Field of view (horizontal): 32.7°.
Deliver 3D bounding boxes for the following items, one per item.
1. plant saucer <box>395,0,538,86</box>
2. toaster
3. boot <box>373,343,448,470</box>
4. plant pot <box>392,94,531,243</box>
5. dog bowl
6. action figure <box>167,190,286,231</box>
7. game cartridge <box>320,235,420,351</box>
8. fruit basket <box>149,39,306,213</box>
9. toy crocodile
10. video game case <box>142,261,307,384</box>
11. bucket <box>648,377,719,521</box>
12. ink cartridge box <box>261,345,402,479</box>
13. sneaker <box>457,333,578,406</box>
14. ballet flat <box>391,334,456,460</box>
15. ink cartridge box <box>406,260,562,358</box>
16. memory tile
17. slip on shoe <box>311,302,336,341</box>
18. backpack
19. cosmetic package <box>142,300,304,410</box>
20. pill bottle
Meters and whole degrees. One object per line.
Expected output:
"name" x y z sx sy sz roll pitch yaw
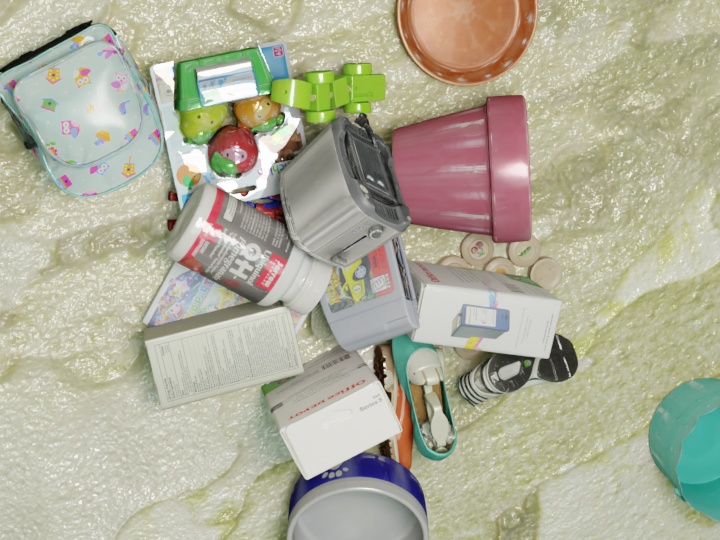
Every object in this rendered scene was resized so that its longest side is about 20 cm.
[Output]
"plant saucer" 0.144 -0.354 1.678 0.200 0.032 0.201 -3 102 -12
"toaster" -0.026 -0.101 1.569 0.129 0.200 0.114 -37 140 27
"boot" 0.077 0.203 1.762 0.107 0.075 0.200 -2 101 -16
"plant pot" 0.136 -0.132 1.650 0.179 0.200 0.200 -3 103 5
"dog bowl" -0.004 0.357 1.736 0.200 0.079 0.200 0 122 -1
"action figure" -0.160 -0.077 1.665 0.200 0.052 0.066 0 97 -14
"game cartridge" 0.000 0.000 1.635 0.133 0.041 0.200 -23 73 34
"fruit basket" -0.166 -0.188 1.608 0.185 0.094 0.200 -12 97 -11
"toy crocodile" -0.036 -0.236 1.616 0.200 0.062 0.068 -20 113 -48
"video game case" -0.181 0.053 1.702 0.200 0.018 0.143 28 95 -16
"bucket" 0.541 0.264 1.837 0.207 0.135 0.208 -2 102 -10
"ink cartridge box" -0.043 0.186 1.664 0.145 0.200 0.084 -27 106 -5
"sneaker" 0.219 0.144 1.783 0.200 0.115 0.076 -9 79 -41
"ballet flat" 0.096 0.168 1.697 0.067 0.070 0.200 -16 97 -20
"ink cartridge box" 0.154 0.050 1.689 0.200 0.145 0.088 9 102 -15
"memory tile" 0.183 0.021 1.773 0.200 0.017 0.153 -42 107 -1
"slip on shoe" -0.021 0.000 1.706 0.061 0.074 0.200 6 93 -52
"backpack" -0.343 -0.194 1.550 0.176 0.153 0.200 -31 113 -10
"cosmetic package" -0.186 0.110 1.665 0.200 0.073 0.104 -13 104 -9
"pill bottle" -0.141 -0.022 1.590 0.200 0.111 0.111 28 95 -18
